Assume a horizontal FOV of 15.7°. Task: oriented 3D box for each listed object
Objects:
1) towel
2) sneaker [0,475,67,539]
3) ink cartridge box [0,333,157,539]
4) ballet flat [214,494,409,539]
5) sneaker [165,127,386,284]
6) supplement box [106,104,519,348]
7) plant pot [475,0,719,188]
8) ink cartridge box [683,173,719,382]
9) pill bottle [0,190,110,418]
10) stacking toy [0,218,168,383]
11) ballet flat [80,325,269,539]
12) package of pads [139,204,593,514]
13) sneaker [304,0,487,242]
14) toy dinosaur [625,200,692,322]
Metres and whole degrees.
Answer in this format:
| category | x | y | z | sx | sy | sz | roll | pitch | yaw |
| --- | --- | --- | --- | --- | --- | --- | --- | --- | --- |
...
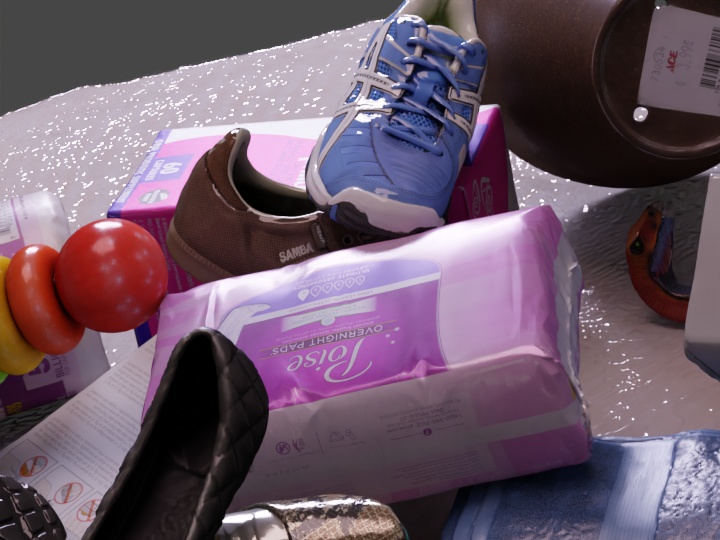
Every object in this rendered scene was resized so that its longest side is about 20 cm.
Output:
| category | x | y | z | sx | sy | sz | roll | pitch | yaw |
| --- | --- | --- | --- | --- | --- | --- | --- | --- | --- |
| towel | 0.136 | 0.110 | 1.135 | 0.199 | 0.049 | 0.112 | -2 | 30 | 20 |
| sneaker | -0.221 | 0.161 | 1.145 | 0.199 | 0.088 | 0.076 | -27 | 58 | -17 |
| ink cartridge box | -0.098 | 0.107 | 1.272 | 0.200 | 0.050 | 0.162 | -40 | 35 | -17 |
| ballet flat | -0.071 | 0.135 | 1.090 | 0.199 | 0.075 | 0.068 | -21 | 60 | 42 |
| sneaker | 0.000 | 0.000 | 1.291 | 0.199 | 0.076 | 0.070 | 25 | 23 | 5 |
| supplement box | -0.020 | -0.017 | 1.391 | 0.199 | 0.104 | 0.101 | -3 | 28 | 16 |
| plant pot | 0.151 | -0.121 | 1.369 | 0.186 | 0.188 | 0.200 | -14 | 13 | -2 |
| ink cartridge box | 0.258 | 0.021 | 1.131 | 0.199 | 0.145 | 0.088 | 1 | 72 | 29 |
| pill bottle | -0.240 | 0.036 | 1.377 | 0.199 | 0.113 | 0.112 | -17 | 27 | -6 |
| stacking toy | -0.183 | 0.028 | 1.252 | 0.199 | 0.086 | 0.086 | -18 | 25 | 16 |
| ballet flat | -0.092 | 0.112 | 1.016 | 0.066 | 0.057 | 0.201 | 4 | 55 | 27 |
| package of pads | 0.005 | 0.047 | 1.181 | 0.199 | 0.076 | 0.121 | -13 | 34 | 12 |
| sneaker | 0.021 | -0.081 | 1.282 | 0.075 | 0.077 | 0.200 | 17 | 32 | -6 |
| toy dinosaur | 0.218 | -0.002 | 1.278 | 0.181 | 0.105 | 0.201 | -24 | 34 | 19 |
